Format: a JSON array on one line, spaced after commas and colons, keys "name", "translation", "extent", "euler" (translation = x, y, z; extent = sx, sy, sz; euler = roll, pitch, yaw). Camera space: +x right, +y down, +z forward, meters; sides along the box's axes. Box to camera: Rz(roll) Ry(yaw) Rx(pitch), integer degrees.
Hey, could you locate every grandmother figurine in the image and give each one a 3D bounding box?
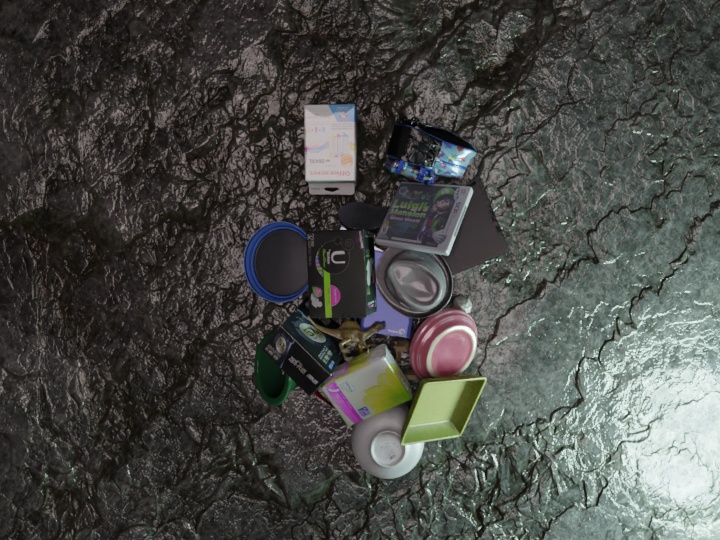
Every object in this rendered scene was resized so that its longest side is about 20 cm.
[{"name": "grandmother figurine", "translation": [0.208, 0.142, 1.395], "extent": [0.200, 0.061, 0.121], "euler": [-44, 113, 1]}]

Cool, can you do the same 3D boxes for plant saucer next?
[{"name": "plant saucer", "translation": [0.216, 0.195, 1.352], "extent": [0.196, 0.051, 0.205], "euler": [-12, 117, -23]}, {"name": "plant saucer", "translation": [0.198, 0.338, 1.358], "extent": [0.196, 0.048, 0.204], "euler": [1, 120, -29]}]

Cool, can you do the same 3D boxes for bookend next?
[{"name": "bookend", "translation": [0.244, -0.100, 1.356], "extent": [0.196, 0.092, 0.203], "euler": [-23, 85, 11]}]

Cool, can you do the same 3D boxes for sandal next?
[{"name": "sandal", "translation": [0.038, -0.130, 1.377], "extent": [0.195, 0.043, 0.078], "euler": [1, 70, -7]}]

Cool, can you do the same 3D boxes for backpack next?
[{"name": "backpack", "translation": [0.171, -0.279, 1.308], "extent": [0.196, 0.183, 0.137], "euler": [16, 103, -12]}]

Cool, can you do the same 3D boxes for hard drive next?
[{"name": "hard drive", "translation": [0.074, 0.059, 1.363], "extent": [0.129, 0.025, 0.205], "euler": [8, 95, 1]}]

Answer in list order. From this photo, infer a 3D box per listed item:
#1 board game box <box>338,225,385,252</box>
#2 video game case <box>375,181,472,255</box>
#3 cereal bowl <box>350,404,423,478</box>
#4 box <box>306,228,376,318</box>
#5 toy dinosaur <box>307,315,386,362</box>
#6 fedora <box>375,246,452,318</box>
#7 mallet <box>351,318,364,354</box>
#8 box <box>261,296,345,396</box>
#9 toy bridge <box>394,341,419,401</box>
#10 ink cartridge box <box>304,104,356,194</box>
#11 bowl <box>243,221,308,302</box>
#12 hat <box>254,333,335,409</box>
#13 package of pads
[{"name": "board game box", "translation": [0.000, 0.000, 1.393], "extent": [0.197, 0.040, 0.155], "euler": [30, 94, -1]}, {"name": "video game case", "translation": [0.151, -0.131, 1.301], "extent": [0.197, 0.023, 0.185], "euler": [10, 64, 34]}, {"name": "cereal bowl", "translation": [0.071, 0.447, 1.405], "extent": [0.195, 0.083, 0.206], "euler": [0, 93, 1]}, {"name": "box", "translation": [-0.043, 0.007, 1.300], "extent": [0.145, 0.124, 0.205], "euler": [-3, 91, 13]}, {"name": "toy dinosaur", "translation": [-0.033, 0.163, 1.318], "extent": [0.195, 0.103, 0.059], "euler": [3, 139, -13]}, {"name": "fedora", "translation": [0.124, 0.023, 1.286], "extent": [0.199, 0.090, 0.178], "euler": [40, 98, 6]}, {"name": "mallet", "translation": [0.008, 0.182, 1.411], "extent": [0.064, 0.041, 0.205], "euler": [-5, 90, 3]}, {"name": "box", "translation": [-0.125, 0.178, 1.324], "extent": [0.164, 0.200, 0.086], "euler": [44, 112, -2]}, {"name": "toy bridge", "translation": [0.123, 0.269, 1.399], "extent": [0.066, 0.027, 0.204], "euler": [-6, 112, 39]}, {"name": "ink cartridge box", "translation": [-0.070, -0.291, 1.331], "extent": [0.125, 0.125, 0.205], "euler": [-1, 94, 1]}, {"name": "bowl", "translation": [-0.201, -0.021, 1.379], "extent": [0.196, 0.039, 0.206], "euler": [0, 88, 13]}, {"name": "hat", "translation": [-0.165, 0.264, 1.421], "extent": [0.174, 0.164, 0.205], "euler": [1, 88, -43]}, {"name": "package of pads", "translation": [0.013, 0.288, 1.364], "extent": [0.197, 0.069, 0.156], "euler": [-27, 113, 14]}]
